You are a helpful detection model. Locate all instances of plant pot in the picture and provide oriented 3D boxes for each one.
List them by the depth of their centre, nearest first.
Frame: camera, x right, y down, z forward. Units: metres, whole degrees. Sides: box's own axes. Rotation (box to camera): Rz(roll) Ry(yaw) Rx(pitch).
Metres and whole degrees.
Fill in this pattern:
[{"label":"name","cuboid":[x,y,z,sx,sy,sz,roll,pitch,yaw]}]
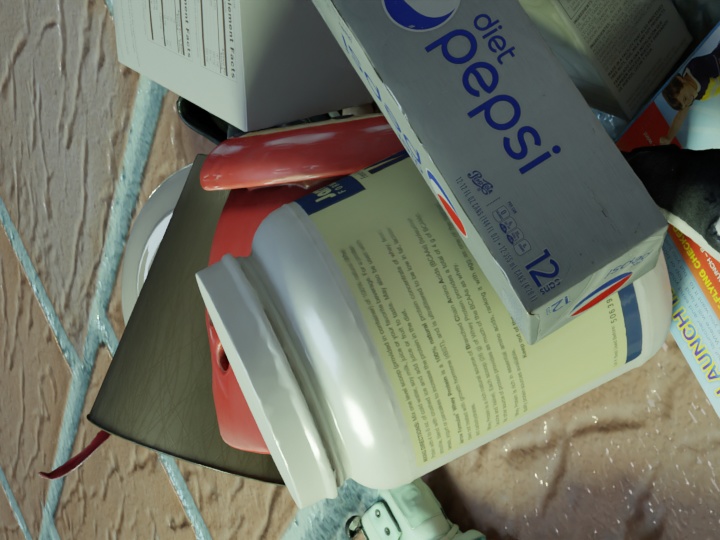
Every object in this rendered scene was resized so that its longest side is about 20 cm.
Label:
[{"label":"plant pot","cuboid":[0.000,0.000,0.842,0.200,0.198,0.186,5,105,59]}]

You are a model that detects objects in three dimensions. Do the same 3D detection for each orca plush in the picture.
[{"label":"orca plush","cuboid":[0.185,-0.016,0.555,0.105,0.071,0.200,37,-174,-35]}]

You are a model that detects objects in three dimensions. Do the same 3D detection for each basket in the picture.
[{"label":"basket","cuboid":[-0.087,0.030,0.989,0.178,0.136,0.203,16,90,25]}]

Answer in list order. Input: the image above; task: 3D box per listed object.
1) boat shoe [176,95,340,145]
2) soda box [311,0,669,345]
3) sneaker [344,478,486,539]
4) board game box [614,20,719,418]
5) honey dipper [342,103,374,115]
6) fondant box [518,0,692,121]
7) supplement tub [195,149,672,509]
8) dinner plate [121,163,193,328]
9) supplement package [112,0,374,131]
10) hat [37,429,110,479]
[{"label":"boat shoe","cuboid":[-0.077,-0.106,1.049,0.199,0.065,0.075,39,136,45]},{"label":"soda box","cuboid":[0.046,-0.074,0.586,0.201,0.068,0.064,58,178,16]},{"label":"sneaker","cuboid":[0.054,0.193,0.970,0.119,0.073,0.200,62,153,5]},{"label":"board game box","cuboid":[0.207,-0.015,0.610,0.202,0.055,0.196,63,151,17]},{"label":"honey dipper","cuboid":[0.008,-0.021,0.987,0.038,0.038,0.203,22,120,54]},{"label":"fondant box","cuboid":[0.057,-0.171,0.677,0.144,0.058,0.200,32,169,50]},{"label":"supplement tub","cuboid":[0.034,0.016,0.679,0.146,0.198,0.145,62,171,18]},{"label":"dinner plate","cuboid":[-0.120,0.014,1.095,0.198,0.024,0.204,-1,88,32]},{"label":"supplement package","cuboid":[-0.084,-0.183,0.970,0.199,0.112,0.111,33,131,50]},{"label":"hat","cuboid":[-0.153,0.117,1.145,0.165,0.176,0.201,37,152,14]}]
